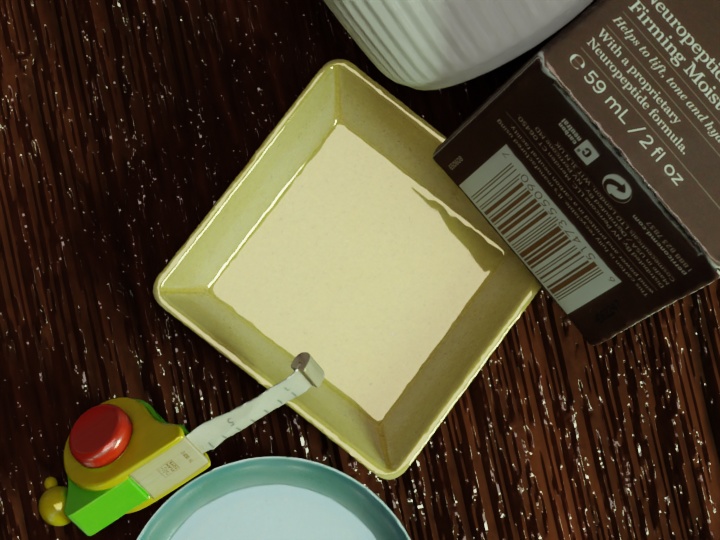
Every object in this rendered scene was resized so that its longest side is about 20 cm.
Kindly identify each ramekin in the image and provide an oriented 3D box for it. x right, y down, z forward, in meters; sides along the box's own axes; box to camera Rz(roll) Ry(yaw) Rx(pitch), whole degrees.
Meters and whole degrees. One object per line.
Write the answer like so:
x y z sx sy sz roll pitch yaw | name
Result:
0.069 -0.201 1.054 0.200 0.200 0.105 -37 112 -8 | ramekin

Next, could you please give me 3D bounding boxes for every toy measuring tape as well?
-0.119 0.095 1.058 0.199 0.074 0.074 -33 87 3 | toy measuring tape

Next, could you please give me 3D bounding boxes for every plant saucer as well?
-0.056 0.220 1.079 0.199 0.027 0.202 0 84 -5 | plant saucer
0.000 0.000 1.097 0.200 0.048 0.200 38 81 0 | plant saucer

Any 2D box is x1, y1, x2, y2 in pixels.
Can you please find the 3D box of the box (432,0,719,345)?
0.186 -0.091 1.039 0.200 0.164 0.166 -41 90 -26 | box
